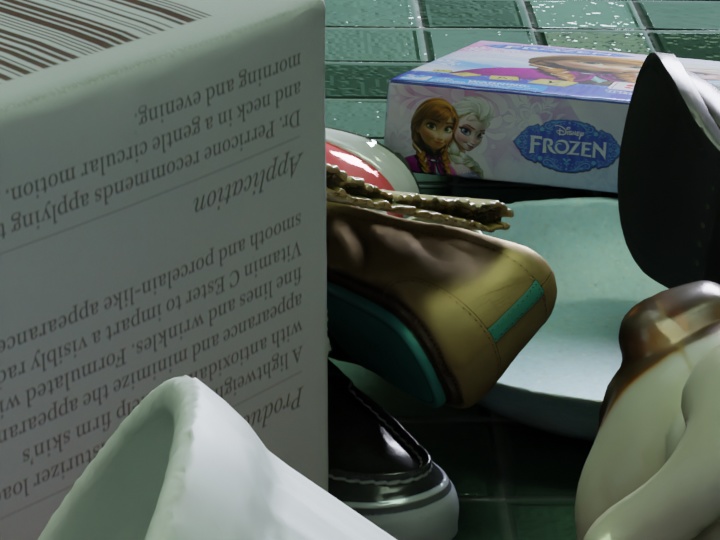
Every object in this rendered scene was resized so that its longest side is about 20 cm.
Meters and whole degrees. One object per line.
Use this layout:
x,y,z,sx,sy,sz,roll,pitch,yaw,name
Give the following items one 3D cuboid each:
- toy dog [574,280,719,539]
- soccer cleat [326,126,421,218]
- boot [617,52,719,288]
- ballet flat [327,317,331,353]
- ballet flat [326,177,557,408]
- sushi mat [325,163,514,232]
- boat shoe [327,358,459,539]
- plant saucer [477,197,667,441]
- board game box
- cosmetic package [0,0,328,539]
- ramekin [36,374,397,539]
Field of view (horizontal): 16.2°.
0.140,0.056,0.706,0.194,0.140,0.199,-49,25,-25,toy dog
-0.074,-0.036,1.049,0.199,0.069,0.073,15,30,26,soccer cleat
0.198,-0.014,0.914,0.173,0.070,0.200,0,32,-22,boot
-0.074,-0.007,0.842,0.199,0.072,0.072,13,24,40,ballet flat
0.000,0.000,0.883,0.063,0.069,0.200,-38,31,-18,ballet flat
-0.052,-0.034,0.839,0.199,0.012,0.095,10,-1,43,sushi mat
-0.044,0.042,0.864,0.068,0.057,0.199,-17,28,-39,boat shoe
0.099,0.024,0.941,0.199,0.039,0.201,1,22,-1,plant saucer
0.128,-0.066,1.114,0.198,0.042,0.199,6,11,12,board game box
-0.119,0.017,0.730,0.164,0.202,0.164,20,29,38,cosmetic package
-0.040,0.130,0.459,0.097,0.201,0.201,30,20,-9,ramekin
